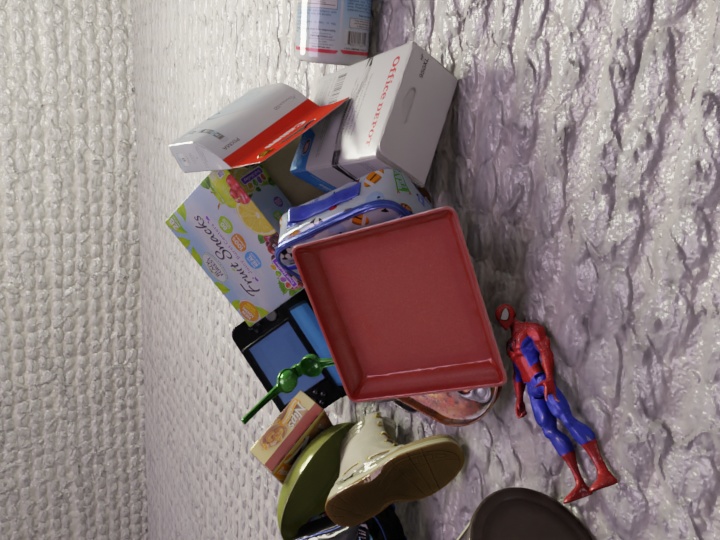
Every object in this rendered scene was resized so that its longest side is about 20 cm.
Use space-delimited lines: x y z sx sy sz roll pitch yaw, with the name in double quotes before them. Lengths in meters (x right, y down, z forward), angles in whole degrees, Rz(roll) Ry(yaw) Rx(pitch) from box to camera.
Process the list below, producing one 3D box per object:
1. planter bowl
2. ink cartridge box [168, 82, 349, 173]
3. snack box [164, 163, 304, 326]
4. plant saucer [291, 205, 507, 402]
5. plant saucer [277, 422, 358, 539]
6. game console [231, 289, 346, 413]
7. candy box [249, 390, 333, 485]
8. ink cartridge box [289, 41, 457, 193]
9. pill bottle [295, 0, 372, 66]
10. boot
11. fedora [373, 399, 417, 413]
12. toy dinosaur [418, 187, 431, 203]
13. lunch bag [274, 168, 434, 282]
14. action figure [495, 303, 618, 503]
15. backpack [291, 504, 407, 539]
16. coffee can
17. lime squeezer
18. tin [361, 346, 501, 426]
"planter bowl" -0.117 -0.155 0.965 0.199 0.134 0.203 -38 33 31
"ink cartridge box" -0.131 -0.186 0.799 0.198 0.160 0.048 4 130 49
"snack box" -0.161 -0.043 0.909 0.167 0.068 0.202 -32 98 39
"plant saucer" 0.044 0.040 0.697 0.196 0.037 0.204 -12 108 29
"plant saucer" -0.064 0.315 0.973 0.031 0.199 0.204 26 121 26
"game console" -0.102 0.142 1.019 0.202 0.169 0.118 56 -175 -2
"candy box" -0.089 0.285 1.000 0.055 0.116 0.202 30 157 29
"ink cartridge box" 0.011 -0.179 0.798 0.198 0.083 0.148 5 73 55
"pill bottle" -0.034 -0.396 0.891 0.108 0.106 0.205 33 122 55
"boot" 0.046 0.246 0.867 0.073 0.197 0.155 56 -165 -14
"fedora" 0.034 0.095 0.863 0.176 0.088 0.206 11 104 60
"toy dinosaur" 0.042 -0.123 0.846 0.106 0.059 0.206 19 111 60
"lunch bag" -0.004 -0.033 0.764 0.197 0.160 0.077 -21 49 31
"action figure" 0.184 0.124 0.643 0.066 0.050 0.204 120 138 -53
"backpack" -0.001 0.443 0.892 0.180 0.134 0.204 -26 83 14
"coffee can" 0.142 0.343 0.651 0.148 0.143 0.203 58 142 38
"lime squeezer" -0.090 0.165 0.953 0.071 0.197 0.038 54 170 54
"tin" 0.074 0.102 0.753 0.197 0.042 0.114 25 109 25
